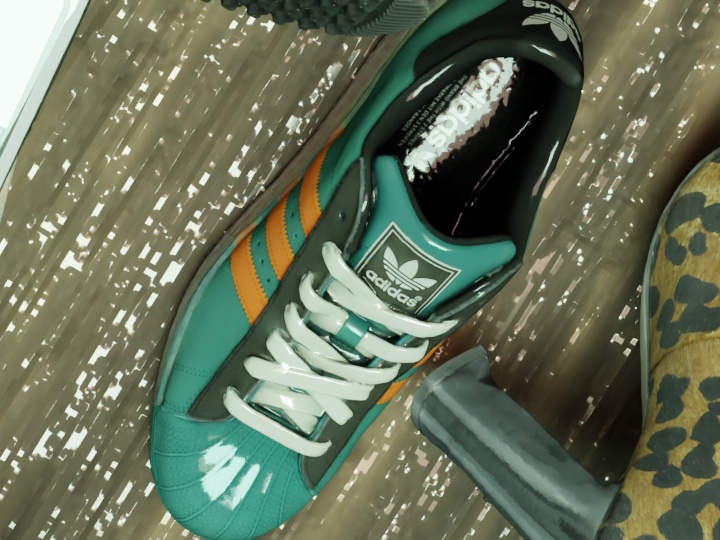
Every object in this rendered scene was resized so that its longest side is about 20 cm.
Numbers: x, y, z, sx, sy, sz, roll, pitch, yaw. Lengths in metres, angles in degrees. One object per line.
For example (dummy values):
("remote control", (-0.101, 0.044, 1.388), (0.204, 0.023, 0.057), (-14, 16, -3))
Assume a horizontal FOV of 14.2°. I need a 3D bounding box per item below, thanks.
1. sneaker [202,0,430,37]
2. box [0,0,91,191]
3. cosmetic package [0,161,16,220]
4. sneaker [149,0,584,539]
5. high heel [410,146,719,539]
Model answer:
("sneaker", (-0.065, -0.139, 0.852), (0.200, 0.070, 0.093), (17, 79, -8))
("box", (-0.158, -0.014, 0.710), (0.117, 0.060, 0.200), (24, 105, -14))
("cosmetic package", (-0.195, -0.061, 0.828), (0.200, 0.087, 0.103), (13, 104, -9))
("sneaker", (0.000, 0.000, 0.870), (0.071, 0.080, 0.200), (30, 96, -14))
("high heel", (0.132, 0.034, 0.857), (0.200, 0.143, 0.071), (-34, 141, -13))
